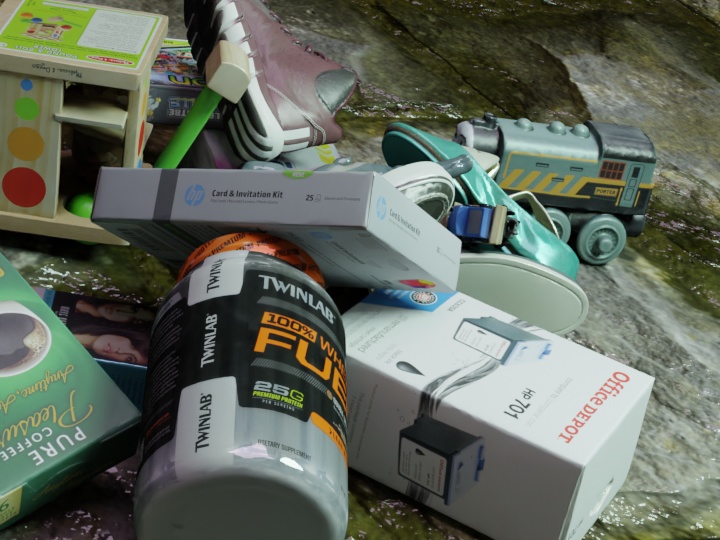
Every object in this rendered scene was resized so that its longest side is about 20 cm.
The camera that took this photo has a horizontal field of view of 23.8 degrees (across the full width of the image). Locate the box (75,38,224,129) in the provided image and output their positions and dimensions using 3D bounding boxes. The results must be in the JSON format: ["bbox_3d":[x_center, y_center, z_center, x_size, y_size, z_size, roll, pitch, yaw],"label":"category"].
[{"bbox_3d":[-0.136,-0.156,1.419,0.197,0.035,0.110,3,28,-15],"label":"box"}]

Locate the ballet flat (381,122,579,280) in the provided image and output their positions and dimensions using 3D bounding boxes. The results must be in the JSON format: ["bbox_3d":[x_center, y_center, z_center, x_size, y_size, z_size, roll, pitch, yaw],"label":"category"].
[{"bbox_3d":[0.102,-0.052,1.386,0.200,0.067,0.070,47,58,8],"label":"ballet flat"}]

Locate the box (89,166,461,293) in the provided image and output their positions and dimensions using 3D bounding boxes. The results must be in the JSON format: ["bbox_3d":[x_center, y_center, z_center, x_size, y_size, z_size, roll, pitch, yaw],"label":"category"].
[{"bbox_3d":[-0.053,-0.026,1.121,0.198,0.042,0.156,3,-14,25],"label":"box"}]

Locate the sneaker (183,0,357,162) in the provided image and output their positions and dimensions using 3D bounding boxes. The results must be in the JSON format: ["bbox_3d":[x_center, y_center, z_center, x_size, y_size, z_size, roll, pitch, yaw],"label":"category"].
[{"bbox_3d":[-0.067,-0.175,1.368,0.114,0.076,0.202,-6,64,-28],"label":"sneaker"}]

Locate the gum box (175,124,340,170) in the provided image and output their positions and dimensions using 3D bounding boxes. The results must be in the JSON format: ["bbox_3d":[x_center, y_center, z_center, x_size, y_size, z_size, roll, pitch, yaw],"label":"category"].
[{"bbox_3d":[-0.085,-0.090,1.428,0.112,0.067,0.201,4,28,-18],"label":"gum box"}]

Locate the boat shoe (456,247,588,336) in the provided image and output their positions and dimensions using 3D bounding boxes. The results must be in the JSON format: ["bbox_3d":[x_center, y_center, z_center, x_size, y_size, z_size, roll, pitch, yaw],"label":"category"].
[{"bbox_3d":[0.079,0.004,1.323,0.197,0.074,0.062,8,31,-1],"label":"boat shoe"}]

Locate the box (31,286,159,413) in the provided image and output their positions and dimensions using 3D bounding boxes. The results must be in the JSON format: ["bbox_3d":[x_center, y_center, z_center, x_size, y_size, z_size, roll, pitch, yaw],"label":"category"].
[{"bbox_3d":[-0.223,0.049,1.114,0.197,0.050,0.083,10,27,-8],"label":"box"}]

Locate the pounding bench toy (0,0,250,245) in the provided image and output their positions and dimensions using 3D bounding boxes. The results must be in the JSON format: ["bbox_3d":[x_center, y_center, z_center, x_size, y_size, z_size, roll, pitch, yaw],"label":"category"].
[{"bbox_3d":[-0.186,-0.102,1.293,0.197,0.158,0.125,8,27,-1],"label":"pounding bench toy"}]

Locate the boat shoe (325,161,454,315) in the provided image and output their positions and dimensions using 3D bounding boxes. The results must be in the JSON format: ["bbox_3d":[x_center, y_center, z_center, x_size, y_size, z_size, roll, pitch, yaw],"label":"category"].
[{"bbox_3d":[0.000,0.000,1.232,0.199,0.071,0.064,-39,49,-14],"label":"boat shoe"}]

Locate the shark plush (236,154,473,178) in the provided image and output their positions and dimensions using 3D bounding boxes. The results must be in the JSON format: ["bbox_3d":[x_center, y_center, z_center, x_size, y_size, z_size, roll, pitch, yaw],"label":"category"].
[{"bbox_3d":[-0.005,-0.039,1.309,0.198,0.092,0.083,-10,26,-21],"label":"shark plush"}]

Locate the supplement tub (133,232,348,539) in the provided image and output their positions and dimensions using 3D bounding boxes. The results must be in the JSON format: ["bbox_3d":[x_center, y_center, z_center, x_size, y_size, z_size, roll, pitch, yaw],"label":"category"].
[{"bbox_3d":[-0.068,0.079,1.007,0.121,0.123,0.201,9,42,-10],"label":"supplement tub"}]

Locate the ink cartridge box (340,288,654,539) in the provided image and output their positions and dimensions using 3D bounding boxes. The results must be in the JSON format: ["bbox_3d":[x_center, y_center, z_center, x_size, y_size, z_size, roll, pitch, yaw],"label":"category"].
[{"bbox_3d":[0.076,0.093,1.138,0.198,0.087,0.146,22,28,20],"label":"ink cartridge box"}]

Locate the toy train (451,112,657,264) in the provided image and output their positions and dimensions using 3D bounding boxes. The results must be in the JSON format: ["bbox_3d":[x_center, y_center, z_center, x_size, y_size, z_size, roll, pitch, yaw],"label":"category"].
[{"bbox_3d":[0.160,-0.076,1.467,0.197,0.115,0.085,6,27,-16],"label":"toy train"}]

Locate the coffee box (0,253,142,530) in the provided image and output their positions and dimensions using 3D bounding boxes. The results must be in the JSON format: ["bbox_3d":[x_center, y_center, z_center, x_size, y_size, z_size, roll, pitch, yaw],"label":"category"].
[{"bbox_3d":[-0.236,0.058,1.023,0.122,0.044,0.200,-29,62,-36],"label":"coffee box"}]

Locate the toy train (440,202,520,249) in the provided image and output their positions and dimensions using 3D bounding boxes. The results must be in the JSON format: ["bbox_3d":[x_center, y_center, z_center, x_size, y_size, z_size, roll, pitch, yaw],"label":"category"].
[{"bbox_3d":[0.051,-0.040,1.347,0.045,0.035,0.199,14,-5,-38],"label":"toy train"}]
